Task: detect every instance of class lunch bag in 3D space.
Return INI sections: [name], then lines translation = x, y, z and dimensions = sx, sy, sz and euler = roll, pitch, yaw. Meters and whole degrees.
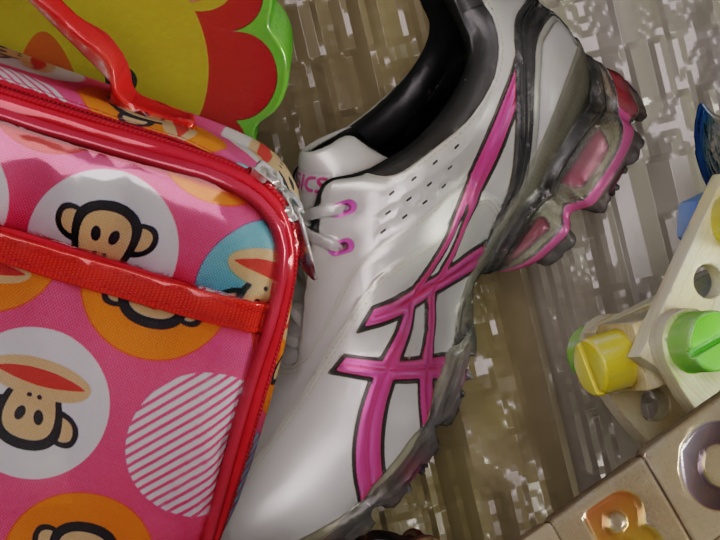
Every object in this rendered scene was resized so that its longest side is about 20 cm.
[lunch bag]
translation = -0.118, -0.001, 0.777
dimensions = 0.200, 0.082, 0.176
euler = 16, 106, -5

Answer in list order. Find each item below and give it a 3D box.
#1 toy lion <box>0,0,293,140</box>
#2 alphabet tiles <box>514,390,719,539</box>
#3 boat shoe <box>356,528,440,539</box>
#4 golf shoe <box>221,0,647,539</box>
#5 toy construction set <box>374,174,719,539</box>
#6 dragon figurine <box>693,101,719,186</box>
[toy lion]
translation = -0.118, -0.045, 0.826
dimensions = 0.200, 0.069, 0.192
euler = -5, 117, 4
[alphabet tiles]
translation = 0.113, 0.144, 0.761
dimensions = 0.166, 0.006, 0.200
euler = -33, 99, -17
[boat shoe]
translation = 0.005, 0.116, 0.859
dimensions = 0.200, 0.070, 0.070
euler = -10, 92, 1
[golf shoe]
translation = 0.000, 0.000, 0.848
dimensions = 0.092, 0.073, 0.200
euler = 37, 82, -30
[toy construction set]
translation = 0.066, 0.077, 0.792
dimensions = 0.200, 0.092, 0.131
euler = -35, 103, -9
[dragon figurine]
translation = 0.142, -0.038, 0.820
dimensions = 0.099, 0.059, 0.200
euler = -49, 131, -12
